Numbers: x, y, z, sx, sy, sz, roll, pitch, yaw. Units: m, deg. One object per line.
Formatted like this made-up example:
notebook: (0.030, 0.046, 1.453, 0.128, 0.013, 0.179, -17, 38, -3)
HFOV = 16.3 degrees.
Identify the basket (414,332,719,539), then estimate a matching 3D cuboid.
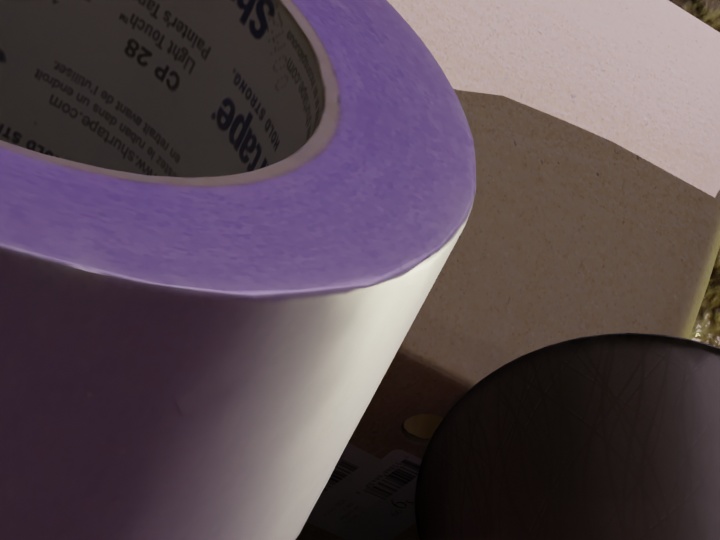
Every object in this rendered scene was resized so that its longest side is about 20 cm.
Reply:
basket: (0.082, 0.151, 0.731, 0.181, 0.135, 0.201, 78, 11, -47)

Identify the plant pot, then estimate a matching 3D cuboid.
plant pot: (0.000, 0.000, 0.852, 0.199, 0.200, 0.178, 29, 45, -26)

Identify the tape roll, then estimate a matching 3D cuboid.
tape roll: (-0.082, -0.025, 0.507, 0.199, 0.085, 0.200, 21, 29, -13)
